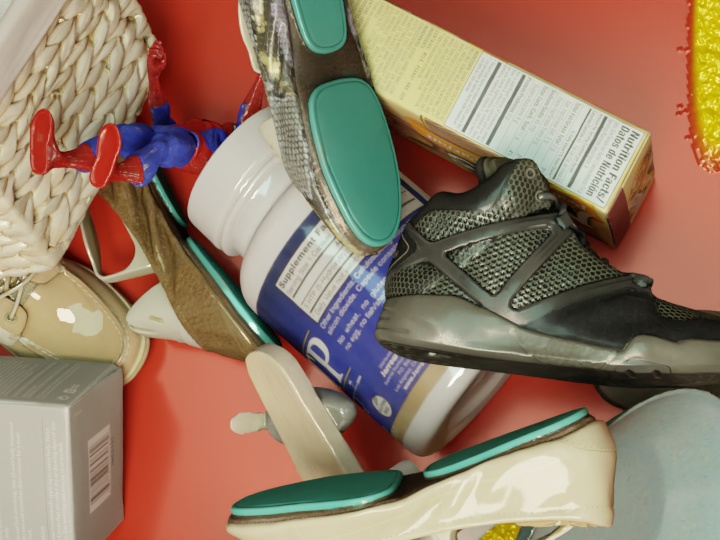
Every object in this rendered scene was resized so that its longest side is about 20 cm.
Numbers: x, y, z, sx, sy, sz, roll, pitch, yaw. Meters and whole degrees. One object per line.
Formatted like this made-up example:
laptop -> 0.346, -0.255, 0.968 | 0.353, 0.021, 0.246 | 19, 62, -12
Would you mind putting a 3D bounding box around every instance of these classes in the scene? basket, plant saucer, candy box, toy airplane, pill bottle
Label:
basket -> -0.215, -0.101, 0.948 | 0.134, 0.124, 0.201 | -6, 45, 31
plant saucer -> 0.133, 0.151, 0.870 | 0.039, 0.200, 0.203 | 25, 86, 43
candy box -> 0.071, -0.089, 0.942 | 0.198, 0.115, 0.056 | 28, 88, 14
toy airplane -> 0.004, 0.158, 0.904 | 0.197, 0.141, 0.202 | 22, 114, 20
pill bottle -> 0.000, 0.000, 0.941 | 0.200, 0.120, 0.120 | 41, 91, 15

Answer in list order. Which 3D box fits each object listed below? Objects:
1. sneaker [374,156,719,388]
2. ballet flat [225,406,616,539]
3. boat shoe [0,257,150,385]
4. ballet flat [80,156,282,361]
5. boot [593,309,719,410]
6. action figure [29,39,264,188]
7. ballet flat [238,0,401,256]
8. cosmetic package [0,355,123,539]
sneaker -> 0.112, 0.000, 0.830 | 0.197, 0.076, 0.116 | 9, 80, 12
ballet flat -> 0.030, 0.121, 0.779 | 0.198, 0.069, 0.070 | -17, 78, 18
boat shoe -> -0.222, 0.008, 1.012 | 0.199, 0.065, 0.073 | 34, 89, 14
ballet flat -> -0.125, -0.007, 0.993 | 0.072, 0.068, 0.201 | -36, 74, 2
boot -> 0.223, 0.051, 0.881 | 0.197, 0.131, 0.069 | 6, 82, 12
action figure -> -0.108, -0.098, 0.933 | 0.065, 0.200, 0.100 | 15, 97, 19
ballet flat -> -0.029, -0.103, 0.883 | 0.071, 0.072, 0.203 | -14, 89, 9
cosmetic package -> -0.250, 0.110, 0.979 | 0.197, 0.090, 0.108 | 6, 106, 14
